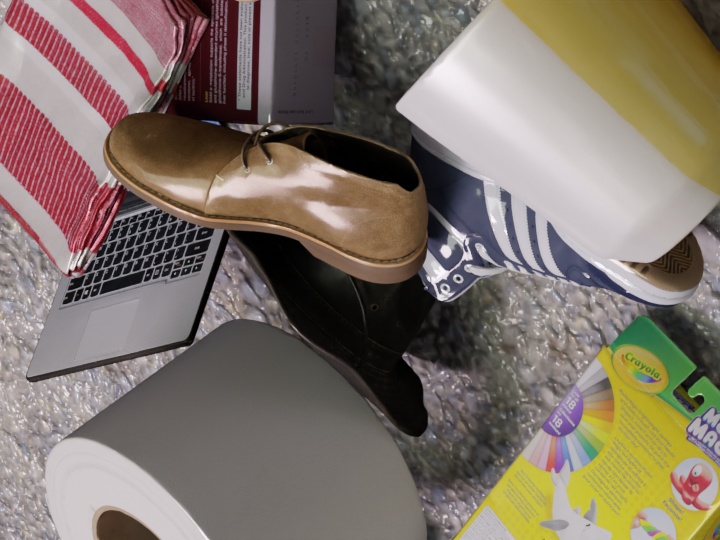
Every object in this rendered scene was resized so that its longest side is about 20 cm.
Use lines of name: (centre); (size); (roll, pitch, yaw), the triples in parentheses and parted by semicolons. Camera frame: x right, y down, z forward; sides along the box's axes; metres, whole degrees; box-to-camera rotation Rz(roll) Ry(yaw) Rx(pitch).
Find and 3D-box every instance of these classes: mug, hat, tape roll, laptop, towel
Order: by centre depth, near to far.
mug: (0.129, -0.093, 1.110); (0.153, 0.149, 0.187); (44, 146, -1)
hat: (0.000, 0.000, 1.322); (0.081, 0.201, 0.201); (-41, 85, 8)
tape roll: (-0.077, 0.150, 1.335); (0.202, 0.139, 0.203); (33, 143, 29)
towel: (-0.178, -0.113, 1.336); (0.144, 0.023, 0.200); (45, 122, 28)
laptop: (-0.178, -0.050, 1.446); (0.116, 0.201, 0.187); (34, 150, -31)

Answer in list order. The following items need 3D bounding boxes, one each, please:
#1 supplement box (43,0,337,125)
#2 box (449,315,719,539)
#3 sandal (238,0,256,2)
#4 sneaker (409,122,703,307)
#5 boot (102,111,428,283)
supplement box: (-0.106, -0.147, 1.325); (0.199, 0.061, 0.109); (9, 100, 39)
box: (0.145, 0.133, 1.262); (0.117, 0.048, 0.200); (49, 119, 26)
sandal: (-0.127, -0.229, 1.260); (0.212, 0.069, 0.078); (44, 109, 36)
sneaker: (0.102, -0.013, 1.238); (0.200, 0.070, 0.109); (37, 132, 29)
boot: (-0.053, -0.062, 1.238); (0.199, 0.074, 0.076); (18, 141, 13)
